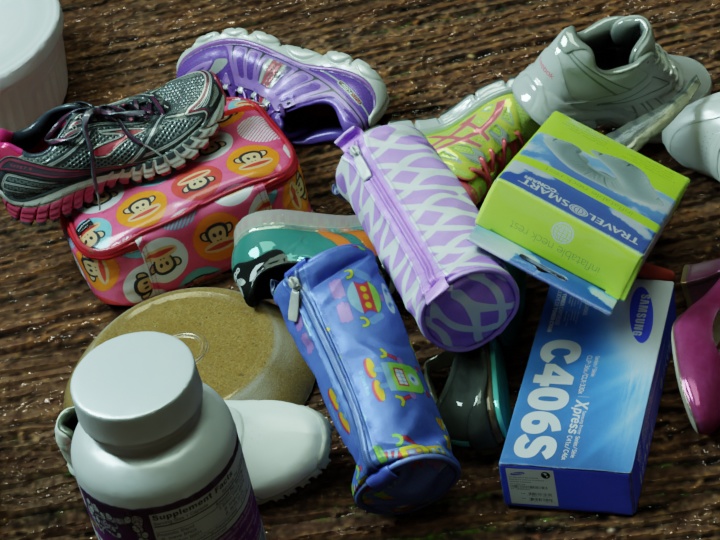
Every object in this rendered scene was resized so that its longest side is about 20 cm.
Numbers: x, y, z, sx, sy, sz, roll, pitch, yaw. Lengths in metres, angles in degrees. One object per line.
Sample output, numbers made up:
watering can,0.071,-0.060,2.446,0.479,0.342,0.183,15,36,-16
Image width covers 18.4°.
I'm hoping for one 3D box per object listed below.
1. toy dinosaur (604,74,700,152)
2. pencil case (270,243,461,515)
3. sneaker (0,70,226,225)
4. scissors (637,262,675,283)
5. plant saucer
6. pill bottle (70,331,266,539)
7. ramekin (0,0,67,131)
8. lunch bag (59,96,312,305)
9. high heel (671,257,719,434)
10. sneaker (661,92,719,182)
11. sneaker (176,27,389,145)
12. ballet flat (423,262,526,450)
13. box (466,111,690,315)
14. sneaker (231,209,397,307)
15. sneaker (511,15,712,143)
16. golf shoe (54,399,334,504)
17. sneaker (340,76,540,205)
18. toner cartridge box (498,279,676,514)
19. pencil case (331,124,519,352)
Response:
toy dinosaur,0.194,-0.072,1.746,0.199,0.047,0.088,-28,73,8
pencil case,0.002,0.073,1.565,0.078,0.087,0.201,-41,57,30
sneaker,-0.200,-0.108,1.772,0.199,0.075,0.081,-28,38,-11
scissors,0.139,-0.022,1.671,0.199,0.014,0.073,17,2,-1
plant saucer,-0.134,0.072,1.690,0.199,0.036,0.201,-8,40,6
pill bottle,-0.130,0.141,1.476,0.112,0.201,0.113,-7,39,6
ramekin,-0.357,-0.181,2.007,0.201,0.095,0.203,-7,40,6
lunch bag,-0.151,-0.064,1.829,0.199,0.082,0.176,-23,36,-10
high heel,0.278,0.047,1.589,0.095,0.068,0.200,-11,25,18
sneaker,0.318,-0.081,1.722,0.199,0.075,0.100,16,46,31
sneaker,-0.076,-0.152,1.914,0.199,0.081,0.084,10,50,25
ballet flat,0.080,0.051,1.638,0.068,0.068,0.200,-9,38,18
box,0.162,-0.046,1.625,0.122,0.048,0.200,28,27,7
sneaker,0.000,0.000,1.714,0.199,0.072,0.080,-2,49,1
sneaker,0.222,-0.160,1.785,0.199,0.100,0.078,-6,53,-40
golf shoe,-0.121,0.122,1.566,0.199,0.097,0.079,-4,70,10
sneaker,0.090,-0.087,1.803,0.199,0.078,0.091,-22,53,-7
toner cartridge box,0.166,0.085,1.589,0.094,0.043,0.200,3,41,16
pencil case,0.046,-0.029,1.622,0.084,0.085,0.200,-39,45,8
